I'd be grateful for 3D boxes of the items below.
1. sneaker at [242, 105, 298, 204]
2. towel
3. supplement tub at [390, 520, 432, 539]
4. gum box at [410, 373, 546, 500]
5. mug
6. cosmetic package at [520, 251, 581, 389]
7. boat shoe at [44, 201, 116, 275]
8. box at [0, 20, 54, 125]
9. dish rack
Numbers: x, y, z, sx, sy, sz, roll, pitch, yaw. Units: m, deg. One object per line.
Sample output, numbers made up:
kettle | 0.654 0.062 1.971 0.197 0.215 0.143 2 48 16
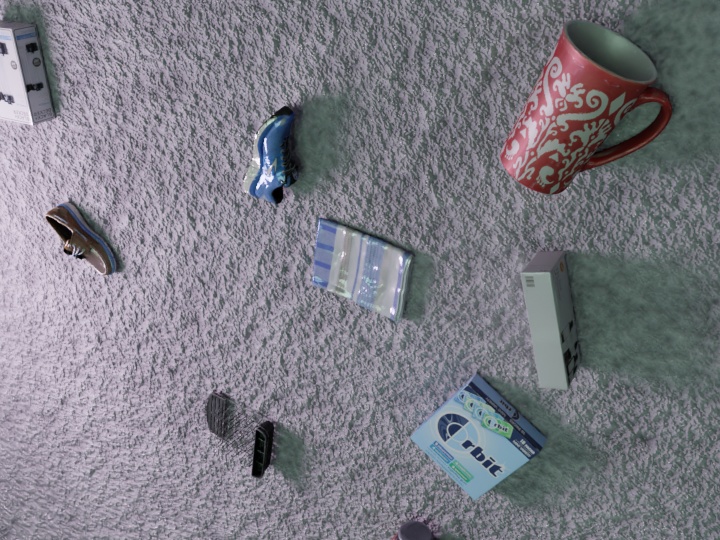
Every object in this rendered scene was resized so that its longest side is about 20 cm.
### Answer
sneaker | -0.141 -0.199 1.333 0.089 0.079 0.201 30 136 7
towel | 0.000 0.000 1.373 0.199 0.024 0.148 24 124 21
supplement tub | 0.105 0.620 1.581 0.106 0.107 0.201 19 124 24
gum box | 0.211 0.308 1.385 0.170 0.045 0.200 43 131 7
mug | 0.295 -0.197 1.007 0.177 0.133 0.200 39 133 12
cosmetic package | 0.300 0.078 1.180 0.050 0.083 0.201 -2 114 31
boat shoe | -0.643 -0.061 1.728 0.200 0.072 0.072 49 130 2
box | -0.725 -0.417 1.599 0.116 0.060 0.201 15 122 26
dish rack | -0.286 0.371 1.739 0.199 0.055 0.154 24 125 21
